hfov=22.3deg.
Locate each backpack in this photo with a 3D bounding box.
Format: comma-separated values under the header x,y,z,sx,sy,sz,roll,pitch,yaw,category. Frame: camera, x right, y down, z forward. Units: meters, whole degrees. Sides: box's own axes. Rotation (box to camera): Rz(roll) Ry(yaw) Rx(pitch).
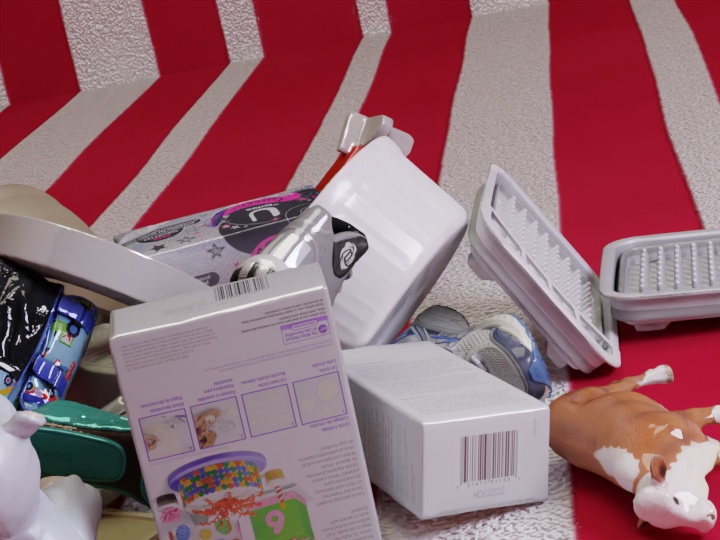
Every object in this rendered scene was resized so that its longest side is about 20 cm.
x,y,z,sx,sy,sz,roll,pitch,yaw,category
-0.304,0.108,1.435,0.134,0.201,0.183,22,-29,-7,backpack

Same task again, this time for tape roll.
x,y,z,sx,sy,sz,roll,pitch,yaw,category
-0.209,0.007,1.482,0.202,0.037,0.203,18,-10,3,tape roll

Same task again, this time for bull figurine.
x,y,z,sx,sy,sz,roll,pitch,yaw,category
0.199,0.117,1.237,0.121,0.065,0.200,-14,18,-21,bull figurine

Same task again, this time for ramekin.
x,y,z,sx,sy,sz,roll,pitch,yaw,category
0.000,0.000,1.479,0.098,0.201,0.200,37,31,9,ramekin

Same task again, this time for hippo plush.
x,y,z,sx,sy,sz,roll,pitch,yaw,category
-0.246,0.167,1.155,0.159,0.161,0.200,-30,31,-7,hippo plush

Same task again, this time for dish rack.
x,y,z,sx,sy,sz,roll,pitch,yaw,category
0.147,0.003,1.528,0.044,0.172,0.200,-40,9,17,dish rack
0.306,0.006,1.558,0.199,0.044,0.172,-5,18,11,dish rack

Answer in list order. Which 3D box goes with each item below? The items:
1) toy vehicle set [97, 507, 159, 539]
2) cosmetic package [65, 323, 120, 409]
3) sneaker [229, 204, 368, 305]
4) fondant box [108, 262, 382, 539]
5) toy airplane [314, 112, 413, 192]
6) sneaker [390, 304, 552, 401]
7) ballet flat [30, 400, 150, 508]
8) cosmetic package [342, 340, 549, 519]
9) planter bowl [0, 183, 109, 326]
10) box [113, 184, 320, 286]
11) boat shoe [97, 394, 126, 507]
x,y,z,sx,sy,sz,roll,pitch,yaw,category
-0.237,0.206,1.313,0.199,0.027,0.124,1,21,39,toy vehicle set
-0.186,0.099,1.563,0.199,0.073,0.103,5,22,44,cosmetic package
-0.032,0.025,1.313,0.075,0.200,0.116,30,63,17,sneaker
-0.074,0.110,1.205,0.144,0.201,0.058,-13,18,-4,fondant box
-0.004,-0.060,1.856,0.199,0.141,0.200,-40,18,27,toy airplane
0.078,0.083,1.453,0.085,0.077,0.200,-30,14,-23,sneaker
-0.156,0.134,1.333,0.199,0.068,0.070,14,22,6,ballet flat
0.046,0.110,1.319,0.101,0.072,0.200,-5,13,-22,cosmetic package
-0.298,0.037,1.680,0.134,0.201,0.200,26,36,35,planter bowl
-0.115,0.012,1.698,0.199,0.133,0.115,-15,17,-10,box
-0.160,0.106,1.416,0.202,0.060,0.072,-41,-14,-20,boat shoe
